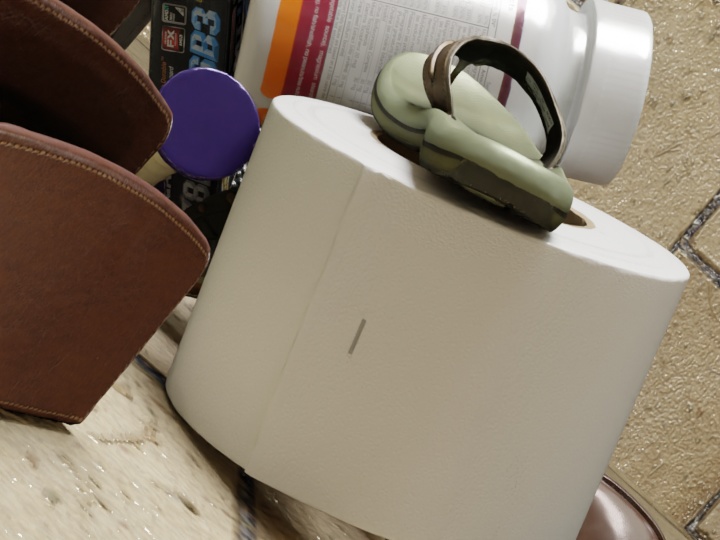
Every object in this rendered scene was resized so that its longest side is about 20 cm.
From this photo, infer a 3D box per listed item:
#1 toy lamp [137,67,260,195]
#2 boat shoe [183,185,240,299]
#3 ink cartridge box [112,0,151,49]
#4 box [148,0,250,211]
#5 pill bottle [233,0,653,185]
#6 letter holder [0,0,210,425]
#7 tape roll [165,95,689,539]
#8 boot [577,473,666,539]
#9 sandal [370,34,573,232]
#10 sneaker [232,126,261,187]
[{"bbox_3d":[-0.107,-0.052,0.944,0.058,0.058,0.200,41,-21,-10],"label":"toy lamp"},{"bbox_3d":[0.000,0.000,0.997,0.074,0.198,0.076,89,-2,-45],"label":"boat shoe"},{"bbox_3d":[-0.176,-0.144,1.025,0.084,0.145,0.200,42,4,0],"label":"ink cartridge box"},{"bbox_3d":[-0.077,-0.156,1.064,0.049,0.201,0.199,9,37,4],"label":"box"},{"bbox_3d":[0.040,-0.109,0.970,0.198,0.111,0.110,13,7,-6],"label":"pill bottle"},{"bbox_3d":[-0.113,-0.046,0.586,0.101,0.142,0.200,43,3,18],"label":"letter holder"},{"bbox_3d":[0.029,0.023,0.856,0.201,0.140,0.203,22,10,-4],"label":"tape roll"},{"bbox_3d":[0.145,0.188,1.122,0.187,0.064,0.200,56,12,18],"label":"boot"},{"bbox_3d":[0.057,-0.067,0.818,0.079,0.058,0.201,20,11,-14],"label":"sandal"},{"bbox_3d":[-0.022,-0.087,1.208,0.080,0.198,0.074,129,-54,-80],"label":"sneaker"}]
